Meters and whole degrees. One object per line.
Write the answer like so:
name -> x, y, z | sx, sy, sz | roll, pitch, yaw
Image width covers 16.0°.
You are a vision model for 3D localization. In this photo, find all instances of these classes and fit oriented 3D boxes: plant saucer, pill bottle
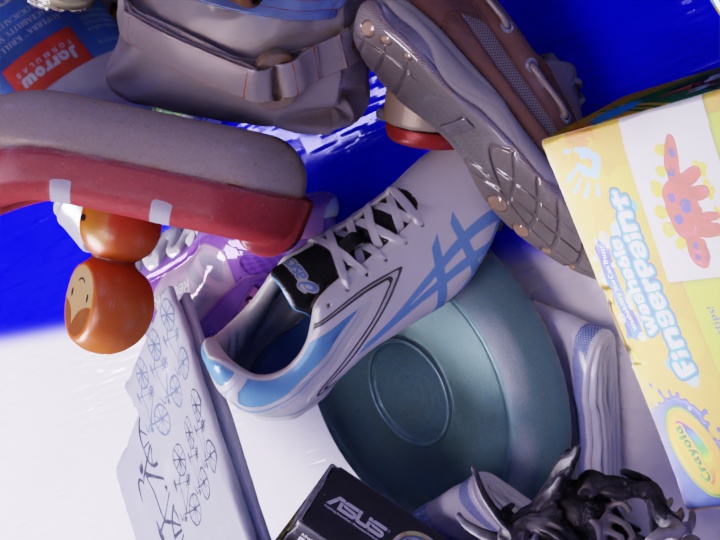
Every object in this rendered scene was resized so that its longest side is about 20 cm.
plant saucer -> 0.034, 0.064, 1.431 | 0.199, 0.027, 0.202 | 25, 126, 39
pill bottle -> -0.186, -0.113, 1.471 | 0.200, 0.112, 0.112 | 50, 139, 11

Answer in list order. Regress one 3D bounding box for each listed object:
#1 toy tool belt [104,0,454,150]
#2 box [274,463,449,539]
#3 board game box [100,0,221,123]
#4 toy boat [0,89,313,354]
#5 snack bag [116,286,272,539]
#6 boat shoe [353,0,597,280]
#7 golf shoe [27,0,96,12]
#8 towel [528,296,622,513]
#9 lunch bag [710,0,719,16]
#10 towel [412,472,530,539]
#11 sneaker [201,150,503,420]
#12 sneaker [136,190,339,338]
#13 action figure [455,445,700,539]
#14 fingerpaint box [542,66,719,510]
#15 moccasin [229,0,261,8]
toy tool belt -> -0.032, -0.138, 1.336 | 0.198, 0.125, 0.124 | 10, 106, 14
box -> 0.033, 0.208, 1.424 | 0.199, 0.044, 0.160 | 33, 146, 0
board game box -> -0.114, -0.167, 1.477 | 0.126, 0.035, 0.201 | 43, 137, 20
toy boat -> -0.129, -0.021, 1.346 | 0.198, 0.131, 0.132 | 11, 92, 2
snack bag -> -0.102, 0.139, 1.481 | 0.200, 0.021, 0.190 | 116, 140, -52
boat shoe -> 0.084, -0.078, 1.288 | 0.200, 0.072, 0.076 | 48, 159, -18
golf shoe -> -0.179, -0.237, 1.425 | 0.092, 0.072, 0.201 | 123, 138, -49
towel -> 0.065, 0.072, 1.439 | 0.199, 0.024, 0.148 | 20, 125, 39
lunch bag -> 0.212, -0.210, 1.085 | 0.200, 0.094, 0.151 | -40, 81, 37
towel -> 0.075, 0.190, 1.439 | 0.147, 0.024, 0.200 | 37, 144, -8
sneaker -> 0.000, 0.000, 1.354 | 0.072, 0.200, 0.072 | 49, -175, 36
sneaker -> -0.072, 0.009, 1.489 | 0.200, 0.080, 0.089 | -22, 75, 55
action figure -> 0.143, 0.161, 1.295 | 0.198, 0.102, 0.120 | 16, 121, 1
fingerpaint box -> 0.199, 0.002, 1.216 | 0.166, 0.073, 0.201 | -15, 100, 49
moccasin -> -0.036, -0.225, 1.244 | 0.077, 0.074, 0.202 | 31, 108, 20
